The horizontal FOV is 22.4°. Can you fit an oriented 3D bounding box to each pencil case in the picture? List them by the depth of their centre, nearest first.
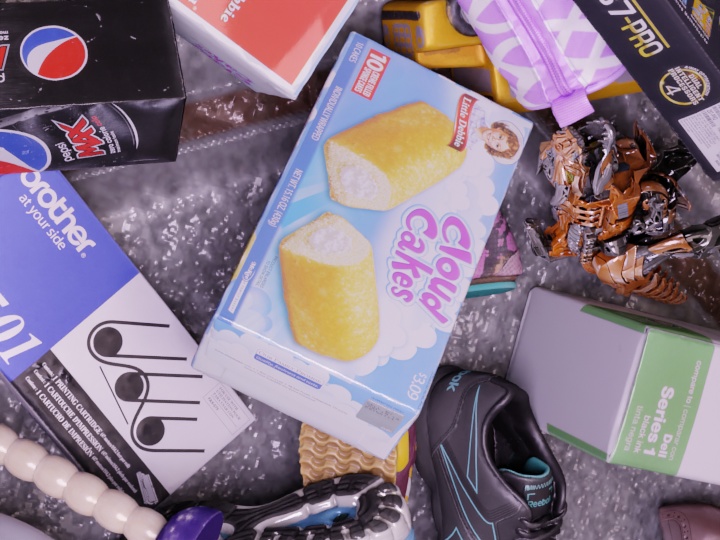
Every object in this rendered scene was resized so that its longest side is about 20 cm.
[{"bbox_3d":[0.073,-0.179,0.960,0.084,0.086,0.200,-29,110,20],"label":"pencil case"}]

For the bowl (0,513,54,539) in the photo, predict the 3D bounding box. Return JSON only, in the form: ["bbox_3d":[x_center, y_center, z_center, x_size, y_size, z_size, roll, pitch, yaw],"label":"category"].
[{"bbox_3d":[-0.194,0.197,0.954,0.201,0.201,0.090,65,30,-16],"label":"bowl"}]

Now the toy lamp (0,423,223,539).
[{"bbox_3d":[-0.170,0.101,0.946,0.200,0.058,0.058,26,87,13],"label":"toy lamp"}]

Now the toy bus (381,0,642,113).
[{"bbox_3d":[0.116,-0.138,1.068,0.200,0.065,0.078,-11,103,-21],"label":"toy bus"}]

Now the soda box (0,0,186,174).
[{"bbox_3d":[-0.193,-0.091,0.925,0.200,0.063,0.071,-5,62,-13],"label":"soda box"}]

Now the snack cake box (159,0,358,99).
[{"bbox_3d":[-0.036,-0.209,0.996,0.115,0.067,0.200,36,84,-24],"label":"snack cake box"}]

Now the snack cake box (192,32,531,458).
[{"bbox_3d":[0.004,-0.015,0.974,0.115,0.067,0.200,25,58,-3],"label":"snack cake box"}]

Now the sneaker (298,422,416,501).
[{"bbox_3d":[0.000,0.139,1.056,0.075,0.090,0.200,16,120,10],"label":"sneaker"}]

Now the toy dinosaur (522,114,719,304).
[{"bbox_3d":[0.164,-0.038,1.069,0.136,0.200,0.102,-29,76,5],"label":"toy dinosaur"}]

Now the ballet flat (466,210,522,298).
[{"bbox_3d":[0.000,0.000,1.046,0.200,0.069,0.071,-15,85,-23],"label":"ballet flat"}]

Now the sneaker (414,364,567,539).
[{"bbox_3d":[0.082,0.154,1.068,0.075,0.079,0.200,-20,97,-39],"label":"sneaker"}]

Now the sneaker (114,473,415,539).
[{"bbox_3d":[-0.060,0.178,0.996,0.200,0.078,0.090,-11,117,20],"label":"sneaker"}]

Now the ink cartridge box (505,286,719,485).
[{"bbox_3d":[0.209,0.079,1.091,0.200,0.146,0.084,14,93,-22],"label":"ink cartridge box"}]

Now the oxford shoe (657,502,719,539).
[{"bbox_3d":[0.206,0.243,1.167,0.072,0.071,0.200,9,98,6],"label":"oxford shoe"}]

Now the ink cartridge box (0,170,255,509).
[{"bbox_3d":[-0.155,0.035,0.994,0.094,0.044,0.200,-42,110,-13],"label":"ink cartridge box"}]

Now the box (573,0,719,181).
[{"bbox_3d":[0.161,-0.170,0.966,0.200,0.049,0.161,47,38,-28],"label":"box"}]
